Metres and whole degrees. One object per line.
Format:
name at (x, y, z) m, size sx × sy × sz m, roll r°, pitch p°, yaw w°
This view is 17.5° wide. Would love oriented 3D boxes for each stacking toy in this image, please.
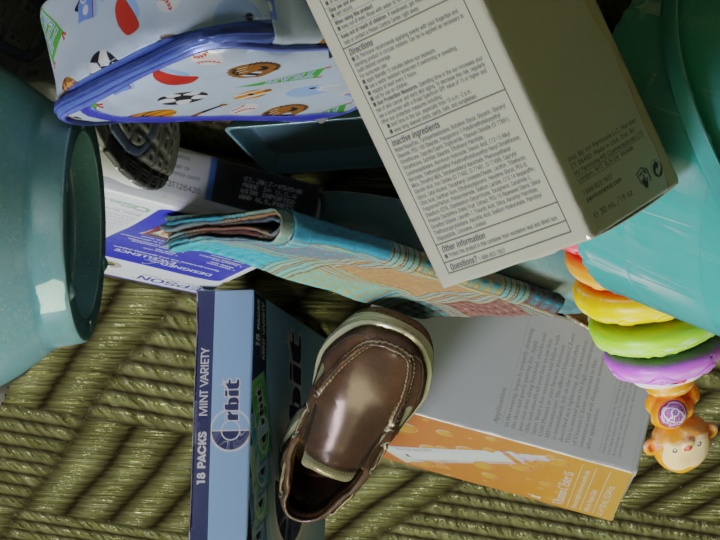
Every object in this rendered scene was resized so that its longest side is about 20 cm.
stacking toy at (0.164, 0.024, 1.298) m, size 0.116 × 0.201 × 0.110 m, roll -16°, pitch -161°, yaw -10°

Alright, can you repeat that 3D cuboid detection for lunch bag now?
lunch bag at (-0.047, -0.115, 1.135) m, size 0.200 × 0.076 × 0.160 m, roll -3°, pitch 167°, yaw -43°

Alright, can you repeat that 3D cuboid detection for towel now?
towel at (0.000, 0.000, 1.368) m, size 0.200 × 0.022 × 0.147 m, roll 17°, pitch 170°, yaw -32°

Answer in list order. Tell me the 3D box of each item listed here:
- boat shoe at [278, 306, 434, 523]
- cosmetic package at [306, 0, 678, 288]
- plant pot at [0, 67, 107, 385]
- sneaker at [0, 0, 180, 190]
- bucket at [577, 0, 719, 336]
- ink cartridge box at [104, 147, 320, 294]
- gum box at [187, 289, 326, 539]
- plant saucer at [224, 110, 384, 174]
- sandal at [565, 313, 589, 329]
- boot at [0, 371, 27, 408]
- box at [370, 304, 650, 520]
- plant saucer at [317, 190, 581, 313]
boat shoe at (-0.006, 0.102, 1.496) m, size 0.075 × 0.075 × 0.202 m, roll 20°, pitch 144°, yaw -3°
cosmetic package at (0.047, -0.103, 1.034) m, size 0.073 × 0.200 × 0.103 m, roll -29°, pitch -172°, yaw -42°
plant pot at (-0.201, -0.023, 1.165) m, size 0.134 × 0.201 × 0.200 m, roll -1°, pitch 159°, yaw 3°
sneaker at (-0.174, -0.106, 1.273) m, size 0.087 × 0.075 × 0.200 m, roll -3°, pitch 150°, yaw 39°
bucket at (0.202, -0.055, 1.105) m, size 0.135 × 0.208 × 0.207 m, roll 20°, pitch 169°, yaw 32°
ink cartridge box at (-0.151, -0.039, 1.452) m, size 0.197 × 0.047 × 0.200 m, roll 13°, pitch 167°, yaw -22°
gum box at (-0.067, 0.114, 1.615) m, size 0.044 × 0.170 × 0.200 m, roll -1°, pitch 168°, yaw 15°
plant saucer at (0.026, -0.082, 1.344) m, size 0.199 × 0.019 × 0.070 m, roll -4°, pitch 157°, yaw 20°
sandal at (0.184, 0.021, 1.498) m, size 0.211 × 0.070 × 0.078 m, roll -14°, pitch 152°, yaw 40°
boot at (-0.317, 0.049, 1.698) m, size 0.138 × 0.078 × 0.200 m, roll 17°, pitch 143°, yaw -18°
box at (0.096, 0.087, 1.603) m, size 0.199 × 0.098 × 0.124 m, roll 15°, pitch 160°, yaw 5°
plant saucer at (0.064, -0.007, 1.433) m, size 0.200 × 0.028 × 0.200 m, roll 16°, pitch 174°, yaw 2°
